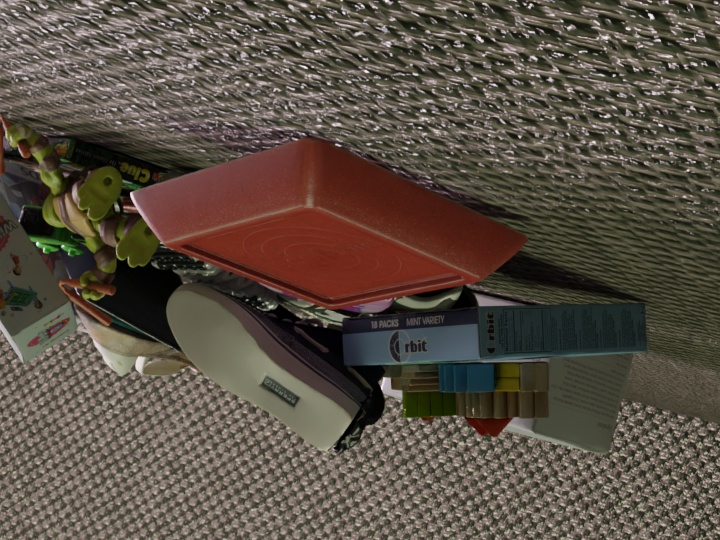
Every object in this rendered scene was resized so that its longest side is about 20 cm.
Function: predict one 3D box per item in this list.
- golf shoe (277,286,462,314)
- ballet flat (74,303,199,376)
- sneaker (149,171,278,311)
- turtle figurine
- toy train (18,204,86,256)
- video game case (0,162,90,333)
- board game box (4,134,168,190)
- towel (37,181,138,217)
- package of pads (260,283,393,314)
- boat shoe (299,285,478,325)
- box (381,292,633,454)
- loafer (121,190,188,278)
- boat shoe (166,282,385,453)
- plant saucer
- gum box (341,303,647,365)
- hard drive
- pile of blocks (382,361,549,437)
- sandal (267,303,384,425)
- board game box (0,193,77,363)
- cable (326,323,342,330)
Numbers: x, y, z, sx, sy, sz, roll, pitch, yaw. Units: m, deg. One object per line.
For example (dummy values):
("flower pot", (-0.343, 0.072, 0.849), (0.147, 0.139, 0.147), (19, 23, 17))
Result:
("golf shoe", (0.000, 0.000, 1.596), (0.198, 0.078, 0.088), (11, 162, -21))
("ballet flat", (-0.217, 0.074, 1.712), (0.199, 0.068, 0.068), (15, -159, -49))
("sneaker", (-0.121, -0.020, 1.472), (0.074, 0.082, 0.200), (1, 159, 22))
("turtle figurine", (-0.217, -0.041, 1.386), (0.064, 0.202, 0.161), (-32, -160, -25))
("toy train", (-0.229, -0.034, 1.570), (0.198, 0.042, 0.056), (6, 166, 27))
("video game case", (-0.303, -0.023, 1.751), (0.023, 0.201, 0.182), (-38, 147, 24))
("board game box", (-0.254, -0.095, 1.516), (0.104, 0.024, 0.199), (15, 177, -33))
("towel", (-0.183, -0.057, 1.571), (0.198, 0.023, 0.144), (7, 178, 5))
("package of pads", (-0.025, -0.012, 1.378), (0.119, 0.076, 0.200), (14, 177, 1))
("boat shoe", (0.025, 0.023, 1.717), (0.198, 0.075, 0.062), (11, 171, -4))
("box", (0.163, 0.106, 1.863), (0.197, 0.132, 0.199), (12, 175, 33))
("loafer", (-0.169, -0.033, 1.700), (0.199, 0.076, 0.068), (30, -175, -15))
("boat shoe", (-0.070, 0.068, 1.469), (0.200, 0.075, 0.093), (40, -146, 0))
("plant saucer", (-0.024, -0.021, 1.145), (0.199, 0.037, 0.199), (23, 157, -38))
("gum box", (0.113, 0.054, 1.444), (0.199, 0.045, 0.169), (1, 176, -40))
("hard drive", (-0.234, -0.002, 1.690), (0.134, 0.042, 0.200), (32, -169, -28))
("pile of blocks", (0.084, 0.109, 1.444), (0.081, 0.063, 0.199), (-1, 177, -35))
("sandal", (-0.059, 0.082, 1.559), (0.200, 0.048, 0.075), (37, -148, 20))
("board game box", (-0.333, -0.026, 1.520), (0.201, 0.064, 0.148), (57, 168, 6))
("cable", (0.064, 0.079, 1.608), (0.198, 0.051, 0.098), (3, 143, 4))
